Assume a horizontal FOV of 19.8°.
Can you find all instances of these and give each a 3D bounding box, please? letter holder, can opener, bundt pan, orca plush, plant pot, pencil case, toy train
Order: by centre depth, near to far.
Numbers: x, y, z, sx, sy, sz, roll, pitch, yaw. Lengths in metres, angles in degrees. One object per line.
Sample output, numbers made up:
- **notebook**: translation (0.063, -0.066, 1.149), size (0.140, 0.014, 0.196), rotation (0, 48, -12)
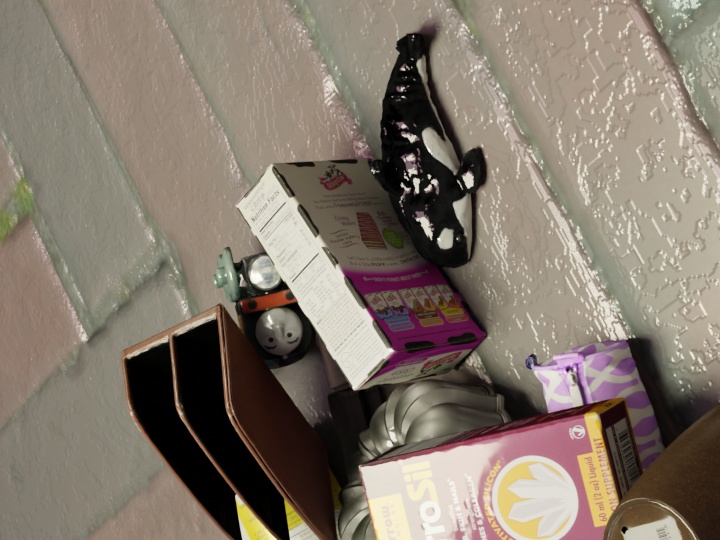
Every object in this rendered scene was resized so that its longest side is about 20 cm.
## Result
- **plant pot**: translation (0.271, 0.180, 1.469), size (0.186, 0.199, 0.188), rotation (14, 110, 44)
- **pencil case**: translation (0.200, 0.151, 1.621), size (0.084, 0.085, 0.201), rotation (-19, 89, 12)
- **bundt pan**: translation (0.044, 0.179, 1.727), size (0.202, 0.075, 0.203), rotation (-51, 26, 37)
- **orca plush**: translation (0.043, -0.098, 1.730), size (0.105, 0.071, 0.201), rotation (11, 109, 45)
- **letter holder**: translation (-0.108, 0.157, 1.743), size (0.100, 0.200, 0.143), rotation (-25, 39, 11)
- **toy train**: translation (-0.081, 0.031, 1.842), size (0.200, 0.085, 0.115), rotation (155, 100, -84)
- **can opener**: translation (0.002, 0.118, 1.847), size (0.066, 0.052, 0.201), rotation (-9, 94, 47)

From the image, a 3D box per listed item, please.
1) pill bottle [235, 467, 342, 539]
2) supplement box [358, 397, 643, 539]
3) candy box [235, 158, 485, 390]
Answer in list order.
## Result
- **pill bottle**: translation (-0.054, 0.253, 1.900), size (0.114, 0.114, 0.201), rotation (-44, 69, 44)
- **supplement box**: translation (0.112, 0.174, 1.565), size (0.199, 0.086, 0.111), rotation (-15, 89, 22)
- **candy box**: translation (0.000, 0.000, 1.752), size (0.061, 0.136, 0.200), rotation (-45, 67, 31)
